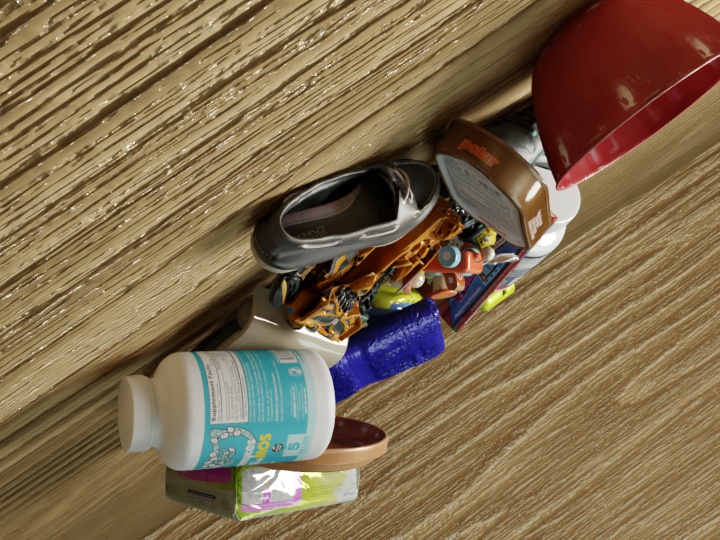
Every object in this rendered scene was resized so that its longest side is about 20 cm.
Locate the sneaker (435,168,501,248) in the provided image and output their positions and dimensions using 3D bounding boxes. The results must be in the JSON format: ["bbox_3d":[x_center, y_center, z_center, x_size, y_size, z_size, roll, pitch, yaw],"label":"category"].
[{"bbox_3d":[0.117,-0.066,1.020,0.070,0.091,0.199,-38,170,26],"label":"sneaker"}]

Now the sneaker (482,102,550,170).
[{"bbox_3d":[0.174,-0.145,0.957,0.198,0.075,0.080,-11,126,-50],"label":"sneaker"}]

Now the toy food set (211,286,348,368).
[{"bbox_3d":[-0.126,0.094,1.007,0.199,0.061,0.142,-36,144,28],"label":"toy food set"}]

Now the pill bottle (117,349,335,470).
[{"bbox_3d":[-0.132,0.135,0.903,0.197,0.113,0.111,1,154,-26],"label":"pill bottle"}]

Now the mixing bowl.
[{"bbox_3d":[0.224,-0.173,0.814,0.198,0.109,0.200,-34,171,-6],"label":"mixing bowl"}]

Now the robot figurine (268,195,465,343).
[{"bbox_3d":[0.003,-0.007,0.910,0.200,0.058,0.144,-45,143,10],"label":"robot figurine"}]

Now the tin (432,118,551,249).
[{"bbox_3d":[0.125,-0.077,0.878,0.042,0.112,0.200,-48,160,-2],"label":"tin"}]

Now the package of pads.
[{"bbox_3d":[-0.115,0.249,1.128,0.198,0.070,0.153,3,176,-44],"label":"package of pads"}]

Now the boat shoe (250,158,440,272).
[{"bbox_3d":[0.000,-0.052,0.779,0.198,0.068,0.057,-24,172,-30],"label":"boat shoe"}]

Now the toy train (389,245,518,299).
[{"bbox_3d":[0.103,0.005,1.060,0.148,0.057,0.199,0,178,27],"label":"toy train"}]

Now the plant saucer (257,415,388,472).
[{"bbox_3d":[-0.067,0.197,1.064,0.196,0.033,0.200,5,-178,0],"label":"plant saucer"}]

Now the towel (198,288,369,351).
[{"bbox_3d":[-0.105,0.085,1.069,0.199,0.022,0.146,-37,143,28],"label":"towel"}]

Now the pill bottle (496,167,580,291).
[{"bbox_3d":[0.209,-0.062,1.259,0.119,0.121,0.200,-28,168,-29],"label":"pill bottle"}]

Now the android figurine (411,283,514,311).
[{"bbox_3d":[0.139,0.018,1.393,0.199,0.042,0.180,-30,-150,-36],"label":"android figurine"}]

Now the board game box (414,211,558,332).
[{"bbox_3d":[0.147,-0.027,1.162,0.201,0.103,0.019,-52,162,28],"label":"board game box"}]

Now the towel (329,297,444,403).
[{"bbox_3d":[0.012,0.108,1.126,0.197,0.050,0.148,-27,162,0],"label":"towel"}]

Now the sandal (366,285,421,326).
[{"bbox_3d":[0.038,0.068,1.223,0.200,0.078,0.089,45,58,-77],"label":"sandal"}]
